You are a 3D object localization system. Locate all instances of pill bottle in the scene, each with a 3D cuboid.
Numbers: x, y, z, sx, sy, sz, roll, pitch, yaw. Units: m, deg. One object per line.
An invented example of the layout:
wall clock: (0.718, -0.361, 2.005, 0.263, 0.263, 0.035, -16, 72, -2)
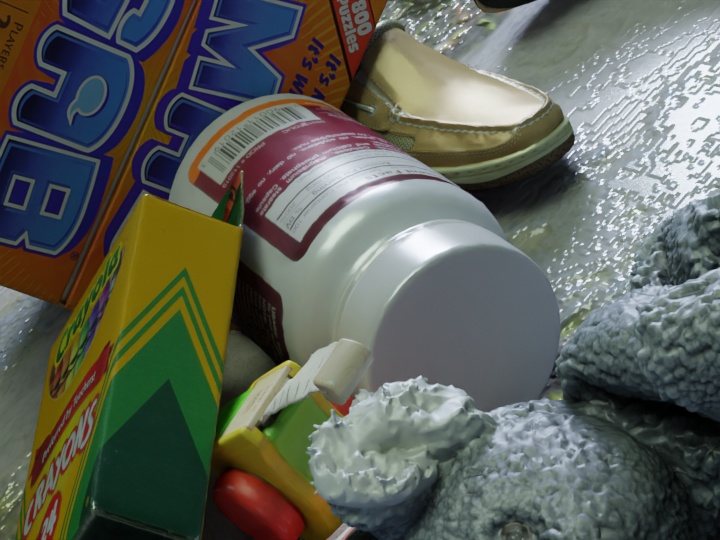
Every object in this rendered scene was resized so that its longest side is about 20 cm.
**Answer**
pill bottle: (0.000, 0.000, 1.100, 0.114, 0.114, 0.200, -41, 34, -8)

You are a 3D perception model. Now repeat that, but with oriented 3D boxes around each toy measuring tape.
toy measuring tape: (-0.015, 0.072, 0.974, 0.074, 0.074, 0.200, -50, 6, -22)

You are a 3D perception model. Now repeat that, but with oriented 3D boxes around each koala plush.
koala plush: (0.096, 0.081, 0.878, 0.199, 0.178, 0.184, -32, 22, 6)

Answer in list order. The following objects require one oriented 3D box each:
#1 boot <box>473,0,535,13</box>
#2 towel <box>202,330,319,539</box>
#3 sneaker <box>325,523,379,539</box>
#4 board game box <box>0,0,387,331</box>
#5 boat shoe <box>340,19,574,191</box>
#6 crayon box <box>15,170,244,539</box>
boot: (0.154, -0.180, 1.228, 0.200, 0.078, 0.138, -36, 38, 1)
towel: (-0.067, 0.112, 1.096, 0.132, 0.035, 0.200, -37, 34, -1)
sneaker: (-0.014, 0.135, 0.965, 0.200, 0.074, 0.087, -48, 24, 3)
board game box: (-0.148, -0.104, 1.222, 0.200, 0.199, 0.201, 34, 102, 56)
boat shoe: (0.019, -0.087, 1.213, 0.199, 0.077, 0.072, 6, 30, 45)
crayon box: (-0.102, 0.060, 1.050, 0.127, 0.051, 0.201, 125, 158, -45)
